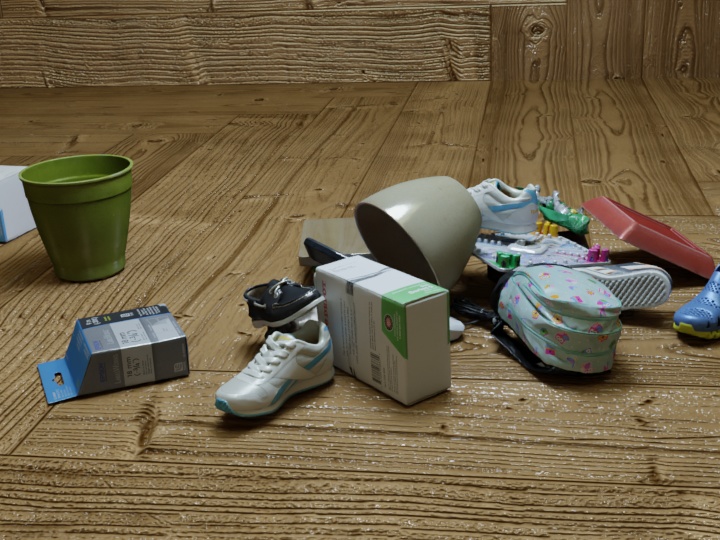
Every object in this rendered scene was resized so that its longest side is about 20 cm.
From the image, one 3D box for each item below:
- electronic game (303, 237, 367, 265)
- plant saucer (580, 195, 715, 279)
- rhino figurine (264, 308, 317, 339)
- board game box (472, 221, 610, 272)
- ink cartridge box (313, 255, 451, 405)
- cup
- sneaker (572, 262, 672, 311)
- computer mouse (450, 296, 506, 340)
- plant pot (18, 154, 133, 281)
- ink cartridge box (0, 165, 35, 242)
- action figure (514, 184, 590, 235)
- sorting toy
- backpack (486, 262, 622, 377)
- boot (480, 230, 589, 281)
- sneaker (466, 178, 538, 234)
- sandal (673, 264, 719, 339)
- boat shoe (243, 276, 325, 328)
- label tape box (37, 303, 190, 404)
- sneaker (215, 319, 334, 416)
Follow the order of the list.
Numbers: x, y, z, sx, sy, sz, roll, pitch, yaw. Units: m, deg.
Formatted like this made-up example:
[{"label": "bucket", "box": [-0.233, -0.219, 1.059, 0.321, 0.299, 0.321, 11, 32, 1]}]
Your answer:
[{"label": "electronic game", "box": [0.000, 0.000, 1.626, 0.199, 0.042, 0.200, 28, -1, 1]}, {"label": "plant saucer", "box": [0.496, -0.062, 1.768, 0.198, 0.037, 0.200, 22, 15, -15]}, {"label": "rhino figurine", "box": [-0.064, 0.069, 1.582, 0.199, 0.060, 0.087, -20, 23, -35]}, {"label": "board game box", "box": [0.273, -0.042, 1.693, 0.198, 0.026, 0.200, -3, 17, -20]}, {"label": "ink cartridge box", "box": [0.029, 0.076, 1.423, 0.084, 0.147, 0.199, -17, 25, -33]}, {"label": "cup", "box": [0.107, -0.067, 1.637, 0.143, 0.201, 0.200, -40, 34, -17]}, {"label": "sneaker", "box": [0.381, 0.030, 1.605, 0.199, 0.079, 0.079, 0, 9, 24]}, {"label": "computer mouse", "box": [0.116, 0.079, 1.552, 0.199, 0.044, 0.109, -15, 24, -29]}, {"label": "plant pot", "box": [-0.499, -0.091, 1.872, 0.199, 0.194, 0.201, -3, 20, 1]}, {"label": "ink cartridge box", "box": [-0.787, -0.141, 2.137, 0.198, 0.130, 0.125, 3, 21, 17]}, {"label": "action figure", "box": [0.355, -0.103, 1.828, 0.118, 0.055, 0.200, 31, 8, -20]}, {"label": "sorting toy", "box": [-0.004, -0.031, 1.825, 0.197, 0.070, 0.200, -2, 21, 1]}, {"label": "backpack", "box": [0.280, 0.065, 1.452, 0.165, 0.128, 0.200, -3, 23, -11]}, {"label": "boot", "box": [0.316, -0.029, 1.805, 0.198, 0.065, 0.187, 2, 22, -2]}, {"label": "sneaker", "box": [0.200, -0.113, 1.733, 0.198, 0.081, 0.076, 7, 18, 18]}, {"label": "sandal", "box": [0.530, 0.040, 1.547, 0.079, 0.088, 0.199, 17, 30, 38]}, {"label": "boat shoe", "box": [-0.113, 0.040, 1.476, 0.074, 0.061, 0.200, -27, 6, -23]}, {"label": "label tape box", "box": [-0.359, 0.115, 1.489, 0.199, 0.064, 0.144, -10, 21, -21]}, {"label": "sneaker", "box": [-0.116, 0.130, 1.373, 0.076, 0.081, 0.199, 15, 27, 36]}]
